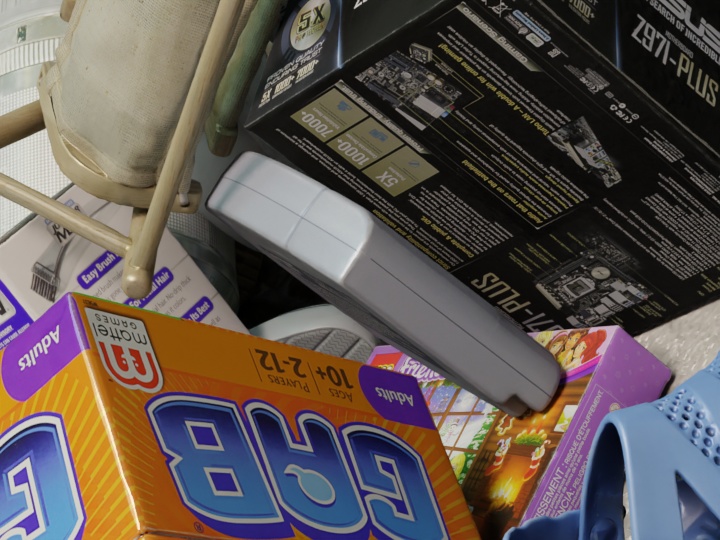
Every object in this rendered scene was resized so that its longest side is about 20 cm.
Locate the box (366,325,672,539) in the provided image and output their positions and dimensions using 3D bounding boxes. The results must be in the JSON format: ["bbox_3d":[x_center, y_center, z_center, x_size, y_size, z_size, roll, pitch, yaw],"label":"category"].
[{"bbox_3d":[0.041,0.096,1.029,0.200,0.039,0.137,-9,48,58],"label":"box"}]

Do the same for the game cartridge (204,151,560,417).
[{"bbox_3d":[0.000,0.000,1.025,0.041,0.133,0.200,-58,23,-2],"label":"game cartridge"}]

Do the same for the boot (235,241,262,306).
[{"bbox_3d":[-0.148,0.034,1.417,0.166,0.072,0.201,-14,48,52],"label":"boot"}]

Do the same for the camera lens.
[{"bbox_3d":[-0.152,-0.044,1.281,0.160,0.159,0.201,-31,53,39],"label":"camera lens"}]

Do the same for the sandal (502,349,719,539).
[{"bbox_3d":[0.123,0.078,0.849,0.201,0.087,0.079,-55,22,-10],"label":"sandal"}]

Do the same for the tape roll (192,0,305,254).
[{"bbox_3d":[-0.040,-0.109,1.263,0.066,0.200,0.201,-29,32,38],"label":"tape roll"}]

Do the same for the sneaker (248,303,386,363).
[{"bbox_3d":[-0.061,0.059,1.225,0.199,0.073,0.071,-31,29,37],"label":"sneaker"}]

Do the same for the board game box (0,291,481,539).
[{"bbox_3d":[-0.076,0.160,0.868,0.200,0.199,0.201,-39,57,28],"label":"board game box"}]

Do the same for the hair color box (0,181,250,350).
[{"bbox_3d":[-0.108,0.056,1.124,0.065,0.200,0.109,-30,10,42],"label":"hair color box"}]

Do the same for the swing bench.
[{"bbox_3d":[-0.094,-0.135,1.050,0.200,0.129,0.200,-66,-4,37],"label":"swing bench"}]

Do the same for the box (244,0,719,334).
[{"bbox_3d":[0.081,-0.067,0.983,0.163,0.200,0.087,-29,34,43],"label":"box"}]
